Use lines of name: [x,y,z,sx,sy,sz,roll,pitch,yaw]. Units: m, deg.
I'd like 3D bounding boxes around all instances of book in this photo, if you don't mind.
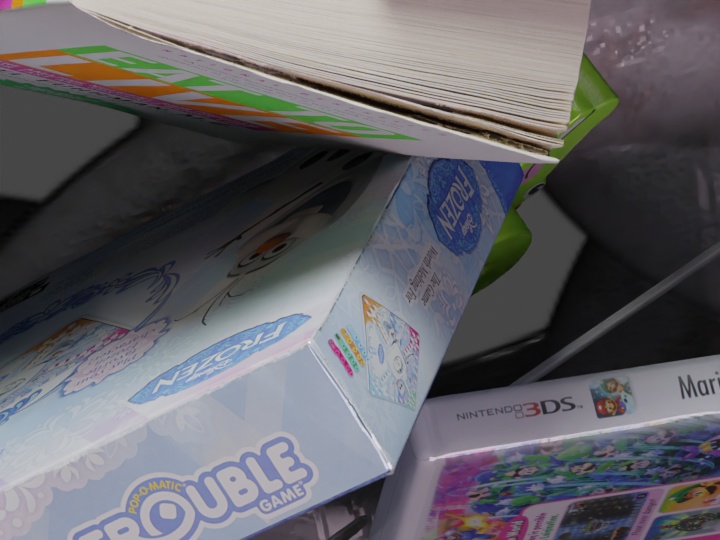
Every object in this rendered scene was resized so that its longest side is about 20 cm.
book: [-0.048,-0.064,0.755,0.133,0.200,0.048,11,87,-25]

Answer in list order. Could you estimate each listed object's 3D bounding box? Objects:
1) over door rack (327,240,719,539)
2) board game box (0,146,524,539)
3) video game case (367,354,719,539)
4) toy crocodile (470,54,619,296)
over door rack: [0.090,0.050,0.926,0.200,0.067,0.148,-23,156,-14]
board game box: [-0.063,0.034,0.790,0.200,0.199,0.043,-26,104,22]
video game case: [0.091,0.077,0.894,0.181,0.024,0.200,-8,154,-11]
toy crocodile: [0.000,0.000,0.902,0.200,0.068,0.062,-46,161,17]
